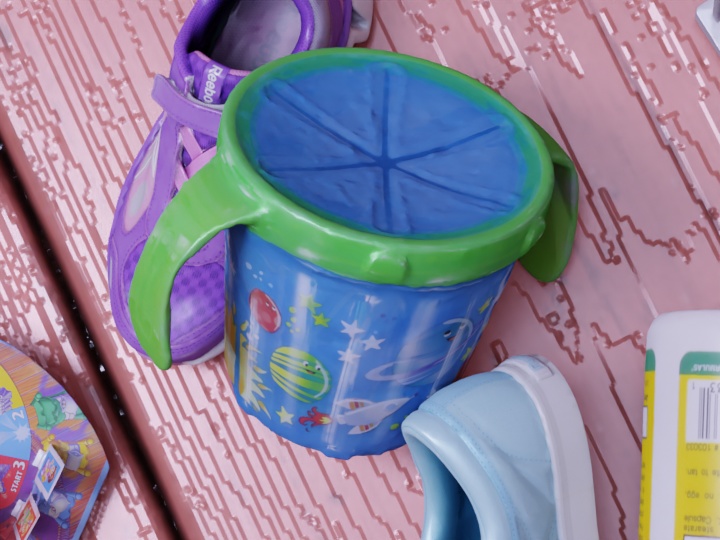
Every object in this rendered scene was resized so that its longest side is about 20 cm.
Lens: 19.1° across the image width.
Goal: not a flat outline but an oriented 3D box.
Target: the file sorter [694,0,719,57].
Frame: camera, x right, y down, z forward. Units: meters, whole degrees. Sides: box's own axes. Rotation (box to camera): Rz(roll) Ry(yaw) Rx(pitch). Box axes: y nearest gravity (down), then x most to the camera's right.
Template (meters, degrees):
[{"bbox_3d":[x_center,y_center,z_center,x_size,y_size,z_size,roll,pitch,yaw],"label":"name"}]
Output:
[{"bbox_3d":[0.246,-0.069,0.855,0.138,0.125,0.201,-32,82,4],"label":"file sorter"}]

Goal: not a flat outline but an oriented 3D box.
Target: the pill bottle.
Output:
[{"bbox_3d":[0.166,0.119,0.857,0.112,0.113,0.202,2,86,8],"label":"pill bottle"}]

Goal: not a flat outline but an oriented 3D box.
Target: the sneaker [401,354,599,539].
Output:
[{"bbox_3d":[0.056,0.139,0.870,0.081,0.074,0.202,-15,97,-23],"label":"sneaker"}]

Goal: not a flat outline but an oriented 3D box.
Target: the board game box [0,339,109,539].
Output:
[{"bbox_3d":[-0.203,0.120,0.913,0.157,0.039,0.201,23,94,-14],"label":"board game box"}]

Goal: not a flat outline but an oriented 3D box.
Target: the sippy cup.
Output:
[{"bbox_3d":[0.000,0.000,0.873,0.176,0.140,0.131,12,127,-2],"label":"sippy cup"}]

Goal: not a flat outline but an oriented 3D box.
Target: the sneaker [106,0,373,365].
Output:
[{"bbox_3d":[-0.061,-0.057,0.917,0.080,0.088,0.202,21,90,8],"label":"sneaker"}]
